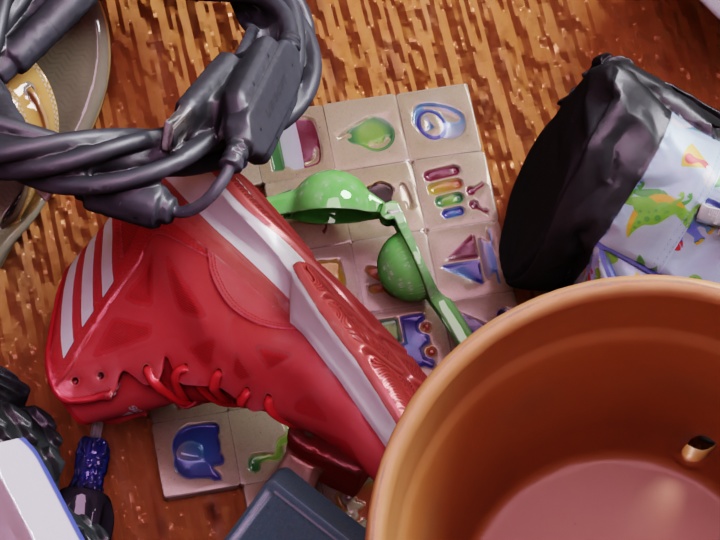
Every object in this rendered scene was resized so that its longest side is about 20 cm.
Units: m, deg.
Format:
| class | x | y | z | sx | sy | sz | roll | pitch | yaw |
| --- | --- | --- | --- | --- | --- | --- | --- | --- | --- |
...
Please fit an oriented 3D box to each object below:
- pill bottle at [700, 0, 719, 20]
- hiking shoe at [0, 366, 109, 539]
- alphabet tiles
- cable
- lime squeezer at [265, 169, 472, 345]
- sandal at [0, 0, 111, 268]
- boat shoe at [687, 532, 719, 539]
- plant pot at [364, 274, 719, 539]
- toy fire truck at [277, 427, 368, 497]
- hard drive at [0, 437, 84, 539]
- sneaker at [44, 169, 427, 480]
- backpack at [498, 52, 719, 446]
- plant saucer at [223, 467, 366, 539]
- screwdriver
| class | x | y | z | sx | sy | sz | roll | pitch | yaw |
| --- | --- | --- | --- | --- | --- | --- | --- | --- | --- |
| pill bottle | 0.222 | -0.189 | 1.115 | 0.112 | 0.112 | 0.200 | 46 | 103 | 11 |
| hiking shoe | -0.140 | 0.131 | 1.015 | 0.087 | 0.074 | 0.200 | -44 | 55 | 24 |
| alphabet tiles | -0.014 | 0.022 | 1.110 | 0.167 | 0.008 | 0.200 | -9 | 72 | -8 |
| cable | -0.102 | -0.083 | 1.053 | 0.163 | 0.051 | 0.200 | 3 | 36 | 11 |
| lime squeezer | 0.000 | 0.000 | 1.093 | 0.200 | 0.038 | 0.071 | 30 | 65 | 2 |
| sandal | -0.165 | -0.056 | 1.098 | 0.080 | 0.054 | 0.200 | 23 | 70 | 3 |
| boat shoe | 0.138 | 0.121 | 1.041 | 0.200 | 0.072 | 0.065 | 26 | 34 | 4 |
| plant pot | 0.100 | 0.115 | 0.931 | 0.200 | 0.140 | 0.200 | 0 | 74 | -1 |
| toy fire truck | -0.008 | 0.156 | 1.036 | 0.141 | 0.049 | 0.200 | 36 | 74 | 6 |
| hard drive | -0.159 | 0.170 | 0.962 | 0.025 | 0.200 | 0.132 | -10 | 65 | -53 |
| sneaker | -0.050 | 0.046 | 1.028 | 0.116 | 0.078 | 0.200 | -44 | 52 | 6 |
| backpack | 0.162 | 0.012 | 1.060 | 0.200 | 0.163 | 0.154 | 17 | 79 | -6 |
| plant saucer | -0.068 | 0.174 | 1.007 | 0.070 | 0.019 | 0.200 | 36 | 87 | 27 |
| screwdriver | -0.109 | 0.054 | 1.076 | 0.028 | 0.029 | 0.200 | 8 | 75 | -2 |
